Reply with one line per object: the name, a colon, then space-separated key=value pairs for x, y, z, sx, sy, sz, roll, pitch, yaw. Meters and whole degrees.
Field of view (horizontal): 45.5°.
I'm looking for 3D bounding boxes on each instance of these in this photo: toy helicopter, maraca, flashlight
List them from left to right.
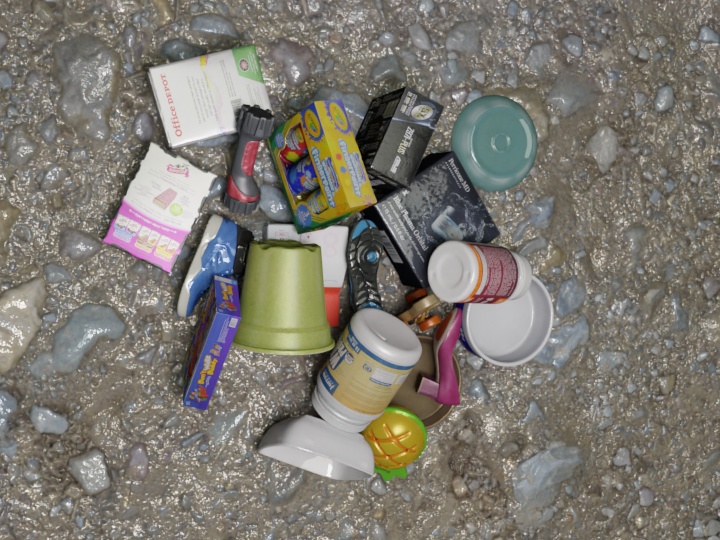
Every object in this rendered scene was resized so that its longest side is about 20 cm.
flashlight: x=-0.200 y=-0.199 z=1.563 sx=0.067 sy=0.068 sz=0.201 roll=-9 pitch=134 yaw=-39
maraca: x=0.057 y=0.344 z=1.697 sx=0.136 sy=0.107 sz=0.201 roll=20 pitch=126 yaw=3
toy helicopter: x=0.099 y=0.081 z=1.660 sx=0.132 sy=0.200 sz=0.079 roll=-24 pitch=82 yaw=-14

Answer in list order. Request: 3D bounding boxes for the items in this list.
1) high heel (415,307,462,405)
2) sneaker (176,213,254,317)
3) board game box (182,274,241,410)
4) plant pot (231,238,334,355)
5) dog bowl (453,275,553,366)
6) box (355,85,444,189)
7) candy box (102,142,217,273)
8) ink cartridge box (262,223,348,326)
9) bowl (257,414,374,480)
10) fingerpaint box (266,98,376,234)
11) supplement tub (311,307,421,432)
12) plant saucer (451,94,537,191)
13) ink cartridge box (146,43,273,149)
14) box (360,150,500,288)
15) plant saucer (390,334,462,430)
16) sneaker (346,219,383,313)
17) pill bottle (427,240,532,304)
high heel: x=0.188 y=0.174 z=1.724 sx=0.096 sy=0.067 sz=0.201 roll=19 pitch=109 yaw=-9
sneaker: x=-0.262 y=0.006 z=1.600 sx=0.111 sy=0.077 sz=0.201 roll=22 pitch=81 yaw=-8
board game box: x=-0.270 y=0.129 z=1.541 sx=0.045 sy=0.135 sz=0.201 roll=15 pitch=113 yaw=-18
plant pot: x=-0.141 y=0.041 z=1.564 sx=0.199 sy=0.200 sz=0.185 roll=1 pitch=98 yaw=-17
dog bowl: x=0.295 y=0.094 z=1.783 sx=0.199 sy=0.079 sz=0.201 roll=-1 pitch=95 yaw=-18
box: x=0.056 y=-0.245 z=1.618 sx=0.086 sy=0.200 sz=0.164 roll=25 pitch=86 yaw=-17
candy box: x=-0.367 y=-0.114 z=1.567 sx=0.136 sy=0.061 sz=0.201 roll=27 pitch=86 yaw=-17
ink cartridge box: x=-0.108 y=0.011 z=1.666 sx=0.162 sy=0.057 sz=0.201 roll=1 pitch=89 yaw=-18
bowl: x=-0.080 y=0.334 z=1.630 sx=0.199 sy=0.200 sz=0.075 roll=23 pitch=68 yaw=-18
fingerpaint box: x=-0.076 y=-0.187 z=1.571 sx=0.073 sy=0.167 sz=0.201 roll=-15 pitch=86 yaw=-42
supplement tub: x=0.007 y=0.186 z=1.594 sx=0.144 sy=0.145 sz=0.200 roll=24 pitch=114 yaw=-18
plant saucer: x=0.286 y=-0.264 z=1.776 sx=0.199 sy=0.036 sz=0.201 roll=-1 pitch=94 yaw=-17
ink cartridge box: x=-0.276 y=-0.315 z=1.568 sx=0.199 sy=0.084 sz=0.146 roll=-18 pitch=100 yaw=-16
box: x=0.134 y=-0.101 z=1.698 sx=0.200 sy=0.117 sz=0.197 roll=-35 pitch=103 yaw=-13
plant saucer: x=0.113 y=0.231 z=1.762 sx=0.199 sy=0.029 sz=0.201 roll=-1 pitch=94 yaw=-18
sneaker: x=0.000 y=0.000 z=1.680 sx=0.073 sy=0.082 sz=0.201 roll=-1 pitch=97 yaw=-16
pill bottle: x=0.230 y=0.006 z=1.623 sx=0.199 sy=0.114 sz=0.115 roll=4 pitch=93 yaw=-45
